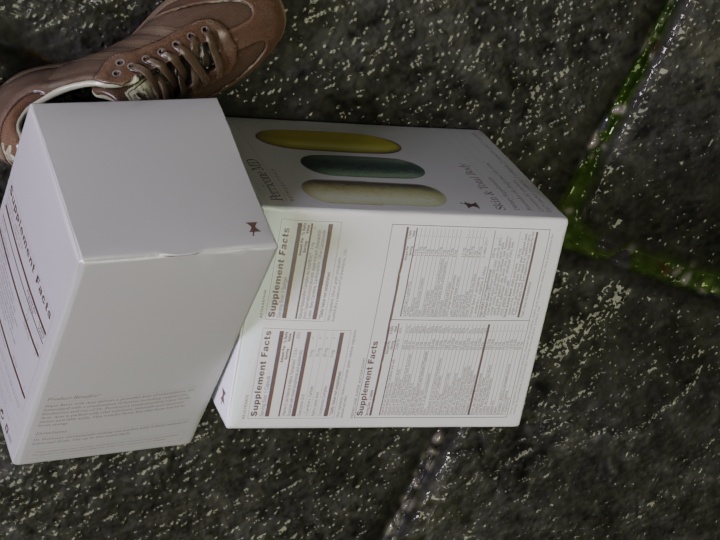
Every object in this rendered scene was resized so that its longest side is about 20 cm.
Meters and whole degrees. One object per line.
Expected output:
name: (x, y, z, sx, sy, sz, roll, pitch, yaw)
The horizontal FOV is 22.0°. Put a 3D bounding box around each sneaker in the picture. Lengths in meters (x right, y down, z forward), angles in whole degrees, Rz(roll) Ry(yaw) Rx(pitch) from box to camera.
sneaker: (-0.130, -0.110, 1.125, 0.200, 0.076, 0.071, -26, 122, -6)

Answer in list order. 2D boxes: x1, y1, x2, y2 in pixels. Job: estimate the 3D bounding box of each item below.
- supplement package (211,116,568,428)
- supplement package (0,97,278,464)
supplement package: (0.000, 0.000, 1.185, 0.200, 0.152, 0.151, 1, 115, -21)
supplement package: (-0.147, 0.007, 1.104, 0.121, 0.120, 0.200, -4, 143, -28)
